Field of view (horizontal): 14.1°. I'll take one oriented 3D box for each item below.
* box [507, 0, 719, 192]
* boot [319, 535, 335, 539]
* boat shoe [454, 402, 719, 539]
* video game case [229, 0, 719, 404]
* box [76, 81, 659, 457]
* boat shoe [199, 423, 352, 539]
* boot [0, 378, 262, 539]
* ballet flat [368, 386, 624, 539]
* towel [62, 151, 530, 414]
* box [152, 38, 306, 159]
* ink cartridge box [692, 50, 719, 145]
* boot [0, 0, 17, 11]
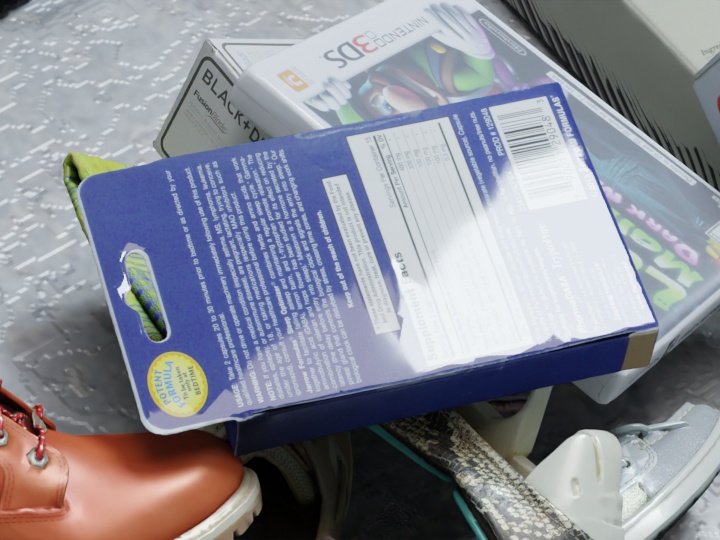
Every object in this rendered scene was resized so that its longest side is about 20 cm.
[{"bbox_3d":[0.153,-0.115,1.408,0.082,0.069,0.200,-21,55,-27],"label":"box"},{"bbox_3d":[-0.074,0.155,1.090,0.166,0.072,0.200,-42,79,-13],"label":"boot"},{"bbox_3d":[0.076,0.107,1.185,0.202,0.074,0.065,-35,78,-27],"label":"boat shoe"},{"bbox_3d":[0.066,-0.041,1.229,0.200,0.023,0.182,40,32,11],"label":"video game case"},{"bbox_3d":[0.000,0.000,1.110,0.199,0.032,0.122,-11,58,-14],"label":"box"},{"bbox_3d":[-0.037,0.085,1.192,0.072,0.065,0.201,7,47,-4],"label":"boat shoe"},{"bbox_3d":[-0.133,0.069,1.058,0.199,0.108,0.075,-8,17,-15],"label":"boot"},{"bbox_3d":[0.053,0.068,1.123,0.075,0.068,0.200,-46,62,6],"label":"ballet flat"},{"bbox_3d":[-0.022,0.005,1.247,0.199,0.023,0.144,5,39,-38],"label":"towel"},{"bbox_3d":[0.021,-0.044,1.276,0.199,0.060,0.117,-5,46,-46],"label":"box"},{"bbox_3d":[0.241,-0.031,1.249,0.084,0.145,0.201,-20,80,-26],"label":"ink cartridge box"},{"bbox_3d":[-0.227,-0.189,1.396,0.168,0.077,0.200,37,58,17],"label":"boot"}]
